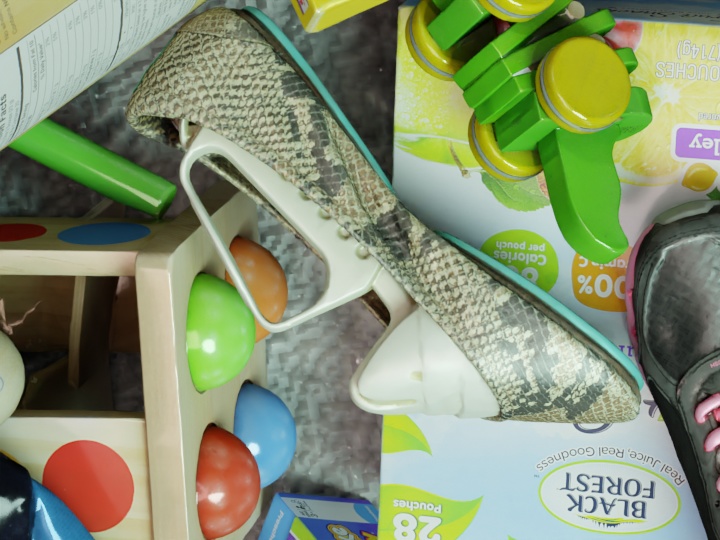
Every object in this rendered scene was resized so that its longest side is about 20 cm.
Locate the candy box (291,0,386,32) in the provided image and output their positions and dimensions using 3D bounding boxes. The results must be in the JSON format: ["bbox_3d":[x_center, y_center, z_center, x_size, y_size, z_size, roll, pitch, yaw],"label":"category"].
[{"bbox_3d":[0.051,-0.158,0.852,0.199,0.026,0.103,-25,86,-14],"label":"candy box"}]

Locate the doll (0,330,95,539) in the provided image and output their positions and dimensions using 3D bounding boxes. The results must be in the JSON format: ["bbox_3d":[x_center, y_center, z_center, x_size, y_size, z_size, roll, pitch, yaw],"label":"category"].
[{"bbox_3d":[-0.141,0.115,0.901,0.136,0.048,0.201,8,92,-12],"label":"doll"}]

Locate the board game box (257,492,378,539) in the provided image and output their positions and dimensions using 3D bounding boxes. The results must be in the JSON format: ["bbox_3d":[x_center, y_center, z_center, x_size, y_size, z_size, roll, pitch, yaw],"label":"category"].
[{"bbox_3d":[-0.018,0.203,0.998,0.045,0.134,0.201,9,111,-34],"label":"board game box"}]

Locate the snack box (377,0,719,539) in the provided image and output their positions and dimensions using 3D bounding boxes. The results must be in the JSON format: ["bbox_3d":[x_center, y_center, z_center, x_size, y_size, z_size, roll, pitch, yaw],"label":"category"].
[{"bbox_3d":[0.095,0.005,0.956,0.168,0.068,0.201,4,106,11],"label":"snack box"}]

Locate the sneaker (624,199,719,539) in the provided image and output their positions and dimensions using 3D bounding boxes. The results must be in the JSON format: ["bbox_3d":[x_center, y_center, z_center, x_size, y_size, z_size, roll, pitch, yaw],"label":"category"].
[{"bbox_3d":[0.138,0.075,0.883,0.079,0.095,0.201,-18,100,14],"label":"sneaker"}]

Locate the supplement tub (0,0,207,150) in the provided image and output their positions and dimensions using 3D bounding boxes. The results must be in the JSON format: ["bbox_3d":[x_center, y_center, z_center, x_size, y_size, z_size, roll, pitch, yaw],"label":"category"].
[{"bbox_3d":[-0.137,-0.112,0.872,0.144,0.200,0.145,33,145,27],"label":"supplement tub"}]

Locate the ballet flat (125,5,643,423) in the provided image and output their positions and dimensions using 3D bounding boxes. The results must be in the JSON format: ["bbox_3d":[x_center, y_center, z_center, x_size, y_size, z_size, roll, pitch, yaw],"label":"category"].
[{"bbox_3d":[0.000,0.000,0.902,0.200,0.068,0.075,44,73,3],"label":"ballet flat"}]

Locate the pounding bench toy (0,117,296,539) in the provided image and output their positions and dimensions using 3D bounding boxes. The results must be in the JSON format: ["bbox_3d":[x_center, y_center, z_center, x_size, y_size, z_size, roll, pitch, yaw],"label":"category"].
[{"bbox_3d":[-0.108,0.004,0.967,0.155,0.124,0.201,0,104,12],"label":"pounding bench toy"}]

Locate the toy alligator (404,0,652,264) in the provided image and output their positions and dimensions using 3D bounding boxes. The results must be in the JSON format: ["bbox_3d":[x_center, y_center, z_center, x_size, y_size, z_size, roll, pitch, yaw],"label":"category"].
[{"bbox_3d":[0.044,-0.097,0.886,0.200,0.054,0.059,59,148,4],"label":"toy alligator"}]
